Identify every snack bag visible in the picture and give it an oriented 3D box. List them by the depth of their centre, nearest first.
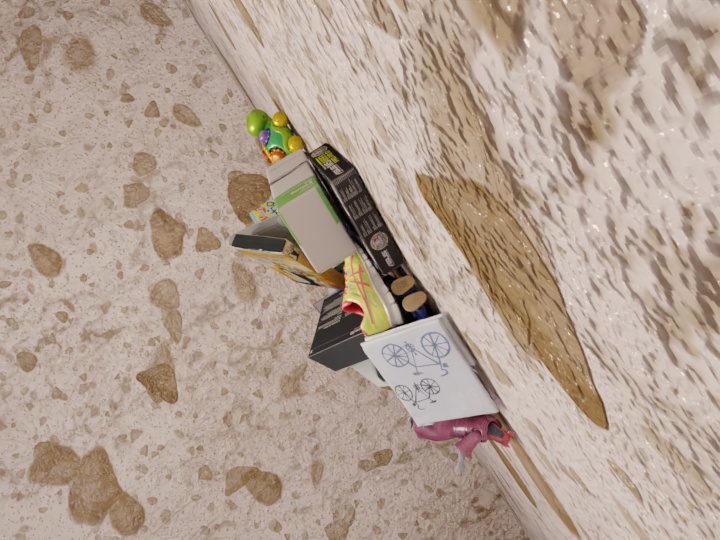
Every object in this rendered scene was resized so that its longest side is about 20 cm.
[{"bbox_3d":[0.117,0.175,0.916,0.188,0.021,0.201,-25,104,42],"label":"snack bag"}]

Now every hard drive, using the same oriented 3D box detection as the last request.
[{"bbox_3d":[-0.152,-0.042,1.121,0.199,0.131,0.027,31,-132,-49],"label":"hard drive"}]

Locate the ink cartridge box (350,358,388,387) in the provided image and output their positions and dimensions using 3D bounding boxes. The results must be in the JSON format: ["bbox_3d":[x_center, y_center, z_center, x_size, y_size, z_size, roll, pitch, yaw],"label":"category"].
[{"bbox_3d":[0.097,0.202,1.068,0.173,0.044,0.199,40,146,-18],"label":"ink cartridge box"}]

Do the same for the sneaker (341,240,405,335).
[{"bbox_3d":[-0.003,0.030,0.966,0.201,0.090,0.078,59,-178,36],"label":"sneaker"}]

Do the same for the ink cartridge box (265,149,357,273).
[{"bbox_3d":[-0.092,-0.112,0.979,0.146,0.083,0.201,58,-177,-33],"label":"ink cartridge box"}]

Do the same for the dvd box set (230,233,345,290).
[{"bbox_3d":[-0.133,-0.014,1.056,0.145,0.030,0.200,8,164,37],"label":"dvd box set"}]

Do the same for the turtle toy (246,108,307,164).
[{"bbox_3d":[-0.217,-0.337,1.405,0.201,0.101,0.146,56,177,8],"label":"turtle toy"}]

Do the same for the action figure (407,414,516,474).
[{"bbox_3d":[0.198,0.280,1.010,0.199,0.133,0.151,-4,106,44],"label":"action figure"}]

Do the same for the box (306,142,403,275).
[{"bbox_3d":[-0.010,-0.108,0.939,0.201,0.044,0.160,59,178,-34],"label":"box"}]

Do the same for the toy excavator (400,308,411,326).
[{"bbox_3d":[0.044,0.123,1.178,0.100,0.194,0.200,45,-171,-28],"label":"toy excavator"}]

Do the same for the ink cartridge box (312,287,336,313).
[{"bbox_3d":[-0.019,0.056,1.401,0.044,0.199,0.198,59,178,25],"label":"ink cartridge box"}]

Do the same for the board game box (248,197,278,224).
[{"bbox_3d":[-0.125,-0.123,1.202,0.103,0.199,0.105,54,177,28],"label":"board game box"}]

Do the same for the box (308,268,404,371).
[{"bbox_3d":[-0.008,0.103,1.079,0.078,0.142,0.199,33,143,-23],"label":"box"}]

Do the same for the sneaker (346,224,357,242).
[{"bbox_3d":[-0.018,-0.066,1.235,0.076,0.078,0.200,56,177,15],"label":"sneaker"}]

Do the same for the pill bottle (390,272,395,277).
[{"bbox_3d":[0.039,0.072,1.312,0.113,0.112,0.200,55,172,26],"label":"pill bottle"}]

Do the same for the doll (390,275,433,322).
[{"bbox_3d":[0.109,0.084,0.995,0.137,0.048,0.201,56,178,38],"label":"doll"}]

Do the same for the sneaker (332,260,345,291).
[{"bbox_3d":[0.000,0.000,1.112,0.080,0.130,0.200,55,177,2],"label":"sneaker"}]
